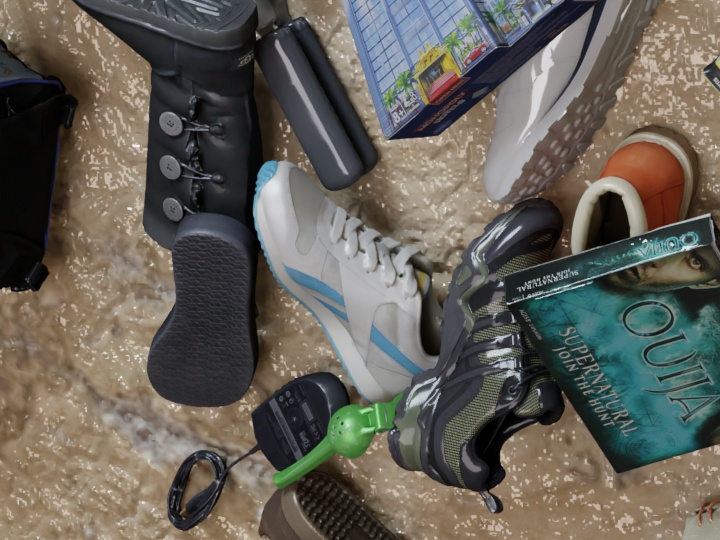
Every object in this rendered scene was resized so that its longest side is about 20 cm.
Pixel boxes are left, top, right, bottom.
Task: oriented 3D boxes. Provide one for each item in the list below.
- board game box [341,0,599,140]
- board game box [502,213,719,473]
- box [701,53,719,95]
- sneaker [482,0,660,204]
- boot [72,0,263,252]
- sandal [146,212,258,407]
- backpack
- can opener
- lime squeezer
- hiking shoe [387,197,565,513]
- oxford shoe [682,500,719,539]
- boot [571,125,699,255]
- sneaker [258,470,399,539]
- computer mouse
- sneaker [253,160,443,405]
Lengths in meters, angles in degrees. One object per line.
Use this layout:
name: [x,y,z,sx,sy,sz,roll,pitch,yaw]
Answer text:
board game box: [0.051,-0.219,1.598,0.200,0.062,0.200,-40,72,33]
board game box: [0.188,0.049,1.605,0.135,0.028,0.200,-18,139,18]
box: [0.297,-0.171,1.530,0.050,0.075,0.200,49,121,2]
sneaker: [0.122,-0.135,1.632,0.080,0.076,0.200,35,113,20]
boot: [-0.135,-0.112,1.746,0.165,0.066,0.200,29,140,31]
sandal: [-0.101,0.028,1.780,0.076,0.043,0.200,16,139,-1]
backpack: [-0.323,-0.069,1.779,0.147,0.200,0.183,32,122,34]
can opener: [-0.041,-0.151,1.704,0.066,0.053,0.200,-19,100,30]
lime squeezer: [0.024,0.112,1.737,0.200,0.038,0.071,-16,136,14]
hiking shoe: [0.100,0.054,1.665,0.101,0.076,0.200,27,98,27]
oxford shoe: [0.250,0.174,1.678,0.074,0.071,0.200,40,118,15]
boot: [0.158,0.015,1.642,0.075,0.107,0.200,15,115,18]
sneaker: [0.007,0.231,1.823,0.200,0.070,0.076,52,139,4]
computer mouse: [-0.071,0.131,1.835,0.200,0.034,0.059,-36,73,37]
sneaker: [0.000,0.000,1.714,0.081,0.077,0.200,-22,120,27]
